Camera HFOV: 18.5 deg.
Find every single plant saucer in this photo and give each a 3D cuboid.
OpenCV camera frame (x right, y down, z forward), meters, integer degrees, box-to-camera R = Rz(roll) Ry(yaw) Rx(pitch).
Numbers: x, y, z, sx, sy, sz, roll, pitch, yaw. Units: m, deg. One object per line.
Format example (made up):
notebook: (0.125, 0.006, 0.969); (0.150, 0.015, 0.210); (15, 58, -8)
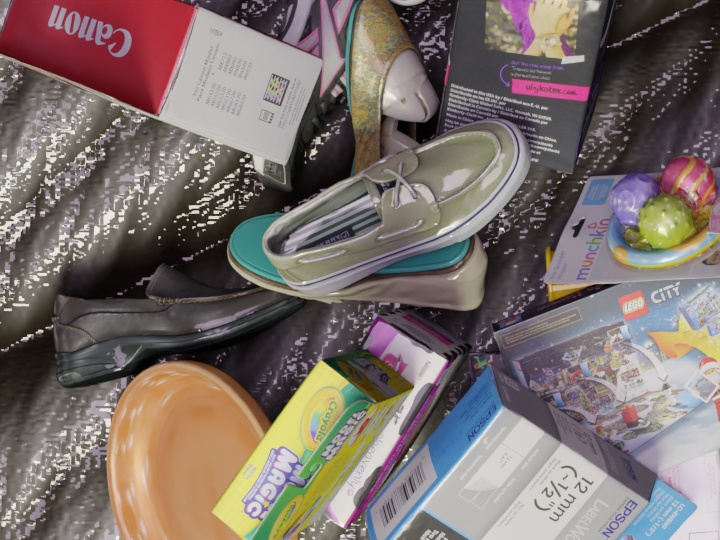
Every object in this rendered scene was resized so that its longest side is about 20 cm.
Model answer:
plant saucer: (-0.110, 0.162, 1.610); (0.199, 0.037, 0.202); (14, 110, 43)

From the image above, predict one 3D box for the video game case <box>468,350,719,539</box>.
video game case: (0.176, 0.152, 1.618); (0.180, 0.036, 0.202); (-6, 89, 7)

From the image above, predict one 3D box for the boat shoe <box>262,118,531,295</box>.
boat shoe: (0.025, -0.044, 1.521); (0.199, 0.062, 0.072); (-31, 66, 12)

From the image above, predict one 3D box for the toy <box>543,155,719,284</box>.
toy: (0.229, -0.046, 1.541); (0.199, 0.116, 0.047); (0, 132, 29)

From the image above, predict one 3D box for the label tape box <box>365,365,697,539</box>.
label tape box: (0.124, 0.180, 1.530); (0.199, 0.066, 0.144); (34, 106, -19)

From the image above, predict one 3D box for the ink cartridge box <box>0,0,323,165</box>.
ink cartridge box: (-0.159, -0.157, 1.553); (0.199, 0.175, 0.084); (23, 93, 41)

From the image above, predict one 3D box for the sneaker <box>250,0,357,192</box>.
sneaker: (-0.024, -0.153, 1.626); (0.086, 0.080, 0.202); (16, 93, 4)

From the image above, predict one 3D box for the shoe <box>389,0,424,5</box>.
shoe: (0.055, -0.286, 1.548); (0.071, 0.091, 0.201); (23, 93, 7)

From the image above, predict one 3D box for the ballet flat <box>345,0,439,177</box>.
ballet flat: (0.026, -0.101, 1.597); (0.070, 0.071, 0.202); (6, 114, 7)

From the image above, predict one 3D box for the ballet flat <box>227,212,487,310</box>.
ballet flat: (0.000, 0.000, 1.591); (0.198, 0.069, 0.070); (5, 90, 25)

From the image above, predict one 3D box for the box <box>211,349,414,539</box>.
box: (-0.029, 0.110, 1.361); (0.048, 0.200, 0.118); (36, 95, 5)

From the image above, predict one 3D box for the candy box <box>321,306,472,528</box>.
candy box: (0.014, 0.100, 1.557); (0.061, 0.200, 0.137); (32, 95, 5)

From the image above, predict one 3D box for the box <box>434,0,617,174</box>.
box: (0.125, -0.189, 1.542); (0.105, 0.123, 0.201); (14, 124, 7)

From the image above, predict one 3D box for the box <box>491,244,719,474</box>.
box: (0.209, 0.068, 1.567); (0.199, 0.038, 0.138); (-21, 97, 5)

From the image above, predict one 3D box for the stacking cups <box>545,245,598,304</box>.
stacking cups: (0.234, 0.009, 1.603); (0.198, 0.061, 0.061); (-2, 90, 5)

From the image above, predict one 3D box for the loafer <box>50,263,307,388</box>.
loafer: (-0.139, 0.029, 1.644); (0.198, 0.073, 0.073); (-15, 83, 6)
